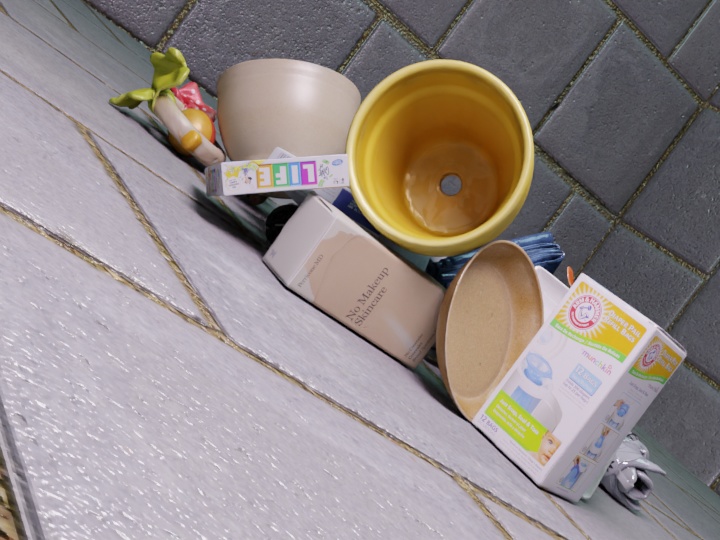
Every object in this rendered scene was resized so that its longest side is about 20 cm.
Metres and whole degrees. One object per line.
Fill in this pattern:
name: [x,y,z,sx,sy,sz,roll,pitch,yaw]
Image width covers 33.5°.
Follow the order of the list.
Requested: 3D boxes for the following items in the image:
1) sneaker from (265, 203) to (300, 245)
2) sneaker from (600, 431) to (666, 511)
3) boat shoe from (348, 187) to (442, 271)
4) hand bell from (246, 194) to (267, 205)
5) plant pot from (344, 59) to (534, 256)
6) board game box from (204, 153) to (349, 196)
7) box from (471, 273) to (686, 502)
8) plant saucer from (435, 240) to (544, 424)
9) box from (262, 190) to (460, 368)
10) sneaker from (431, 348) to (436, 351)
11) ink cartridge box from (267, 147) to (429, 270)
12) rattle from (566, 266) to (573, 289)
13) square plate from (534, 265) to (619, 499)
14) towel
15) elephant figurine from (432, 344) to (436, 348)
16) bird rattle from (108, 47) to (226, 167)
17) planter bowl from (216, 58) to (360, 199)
sneaker: [-0.023,-0.009,1.418,0.199,0.074,0.079,38,0,1]
sneaker: [0.364,0.272,1.628,0.199,0.076,0.115,24,14,-50]
boat shoe: [0.058,-0.070,1.556,0.200,0.067,0.074,47,-25,-3]
hand bell: [-0.141,-0.131,1.736,0.104,0.104,0.200,36,17,-12]
plant pot: [0.093,-0.109,1.329,0.200,0.202,0.189,38,-1,11]
board game box: [-0.097,-0.103,1.317,0.132,0.035,0.200,-5,4,-12]
box: [0.231,0.123,1.262,0.112,0.201,0.101,40,6,38]
plant saucer: [0.136,0.067,1.307,0.035,0.203,0.200,6,-17,39]
box: [0.003,0.012,1.280,0.199,0.095,0.078,33,7,-34]
sneaker: [0.073,0.010,1.632,0.082,0.069,0.203,-116,-173,-78]
ink cartridge box: [-0.008,-0.061,1.514,0.198,0.041,0.200,32,-7,28]
rattle: [0.270,0.117,1.596,0.142,0.201,0.130,36,4,-3]
square plate: [0.230,0.129,1.391,0.199,0.199,0.028,38,-23,1]
towel: [0.155,0.016,1.482,0.198,0.112,0.049,-15,60,-32]
elephant figurine: [0.215,0.126,1.456,0.141,0.155,0.202,8,49,-55]
bird rattle: [-0.242,-0.195,1.608,0.164,0.112,0.200,52,-3,23]
planter bowl: [-0.102,-0.178,1.612,0.197,0.137,0.201,4,-16,1]
